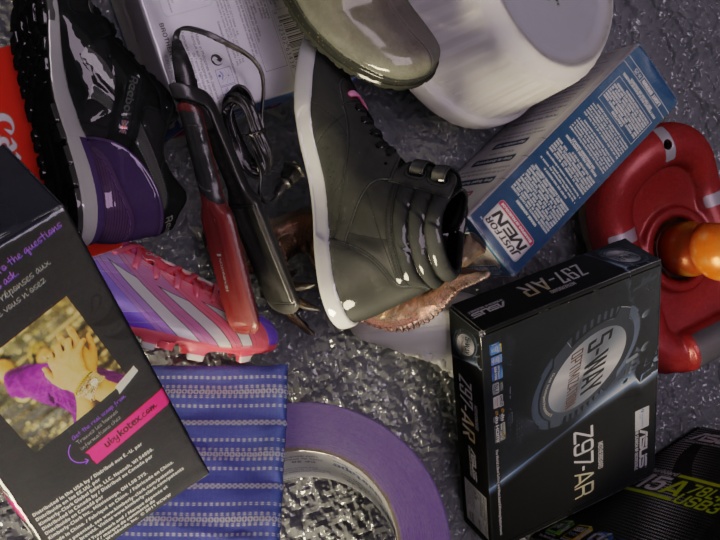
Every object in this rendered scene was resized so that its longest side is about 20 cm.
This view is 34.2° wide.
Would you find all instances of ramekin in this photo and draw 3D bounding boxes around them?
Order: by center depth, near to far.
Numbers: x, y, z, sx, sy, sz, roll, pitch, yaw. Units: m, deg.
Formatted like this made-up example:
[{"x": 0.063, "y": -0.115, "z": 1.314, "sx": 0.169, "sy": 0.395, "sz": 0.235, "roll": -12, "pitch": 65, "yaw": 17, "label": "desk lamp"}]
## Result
[{"x": 0.101, "y": -0.210, "z": 0.847, "sx": 0.201, "sy": 0.094, "sz": 0.205, "roll": 11, "pitch": 73, "yaw": -42, "label": "ramekin"}]

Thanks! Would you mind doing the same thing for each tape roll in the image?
[{"x": -0.039, "y": 0.193, "z": 0.774, "sx": 0.198, "sy": 0.066, "sz": 0.202, "roll": -2, "pitch": 64, "yaw": 4, "label": "tape roll"}]

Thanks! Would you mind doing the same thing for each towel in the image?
[{"x": -0.122, "y": 0.153, "z": 0.751, "sx": 0.143, "sy": 0.024, "sz": 0.202, "roll": 0, "pitch": 64, "yaw": 3, "label": "towel"}]

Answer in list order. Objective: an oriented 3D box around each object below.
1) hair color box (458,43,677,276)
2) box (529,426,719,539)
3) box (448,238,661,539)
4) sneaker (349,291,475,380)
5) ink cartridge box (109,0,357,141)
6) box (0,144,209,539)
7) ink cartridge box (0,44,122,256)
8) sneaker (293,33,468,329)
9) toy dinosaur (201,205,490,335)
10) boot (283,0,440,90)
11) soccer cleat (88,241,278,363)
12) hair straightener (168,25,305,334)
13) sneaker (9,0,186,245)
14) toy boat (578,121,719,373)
[{"x": 0.139, "y": -0.082, "z": 0.893, "sx": 0.200, "sy": 0.100, "sz": 0.061, "roll": -44, "pitch": 105, "yaw": -17, "label": "hair color box"}, {"x": 0.255, "y": 0.189, "z": 0.879, "sx": 0.192, "sy": 0.200, "sz": 0.048, "roll": -28, "pitch": 100, "yaw": -20, "label": "box"}, {"x": 0.148, "y": 0.094, "z": 0.878, "sx": 0.159, "sy": 0.044, "sz": 0.202, "roll": -19, "pitch": 122, "yaw": -22, "label": "box"}, {"x": 0.082, "y": 0.063, "z": 0.885, "sx": 0.198, "sy": 0.075, "sz": 0.089, "roll": 4, "pitch": 100, "yaw": -23, "label": "sneaker"}, {"x": -0.066, "y": -0.186, "z": 0.824, "sx": 0.199, "sy": 0.076, "sz": 0.138, "roll": -21, "pitch": 97, "yaw": -20, "label": "ink cartridge box"}, {"x": -0.187, "y": 0.051, "z": 0.668, "sx": 0.106, "sy": 0.122, "sz": 0.201, "roll": -32, "pitch": 124, "yaw": -17, "label": "box"}, {"x": -0.268, "y": -0.062, "z": 0.724, "sx": 0.198, "sy": 0.057, "sz": 0.164, "roll": -19, "pitch": 79, "yaw": -13, "label": "ink cartridge box"}, {"x": 0.016, "y": -0.069, "z": 0.750, "sx": 0.098, "sy": 0.071, "sz": 0.202, "roll": -13, "pitch": 75, "yaw": 16, "label": "sneaker"}, {"x": 0.000, "y": 0.000, "z": 0.811, "sx": 0.136, "sy": 0.199, "sz": 0.086, "roll": -52, "pitch": 147, "yaw": -12, "label": "toy dinosaur"}, {"x": -0.008, "y": -0.215, "z": 0.713, "sx": 0.200, "sy": 0.131, "sz": 0.068, "roll": 48, "pitch": 52, "yaw": 4, "label": "boot"}, {"x": -0.147, "y": 0.013, "z": 0.787, "sx": 0.198, "sy": 0.067, "sz": 0.077, "roll": 12, "pitch": 88, "yaw": -15, "label": "soccer cleat"}, {"x": -0.078, "y": -0.064, "z": 0.769, "sx": 0.077, "sy": 0.041, "sz": 0.202, "roll": -23, "pitch": 99, "yaw": -36, "label": "hair straightener"}, {"x": -0.166, "y": -0.114, "z": 0.749, "sx": 0.087, "sy": 0.076, "sz": 0.202, "roll": -8, "pitch": 82, "yaw": -33, "label": "sneaker"}, {"x": 0.261, "y": -0.019, "z": 0.924, "sx": 0.130, "sy": 0.131, "sz": 0.202, "roll": -23, "pitch": 97, "yaw": -22, "label": "toy boat"}]
